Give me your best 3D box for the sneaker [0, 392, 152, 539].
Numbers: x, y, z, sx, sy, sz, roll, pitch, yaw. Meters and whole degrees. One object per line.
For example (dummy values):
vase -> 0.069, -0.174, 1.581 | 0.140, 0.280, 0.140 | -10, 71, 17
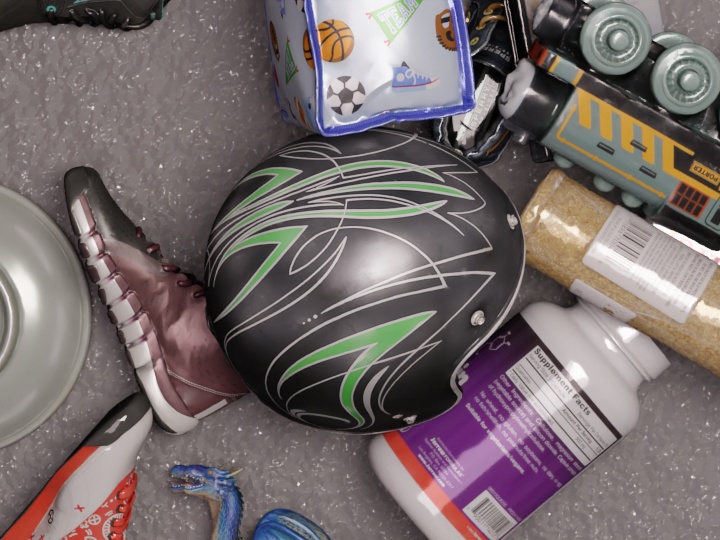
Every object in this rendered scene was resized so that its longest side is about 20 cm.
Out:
sneaker -> -0.177, 0.183, 1.597 | 0.108, 0.067, 0.201 | 41, 108, -2

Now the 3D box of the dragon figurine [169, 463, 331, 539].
dragon figurine -> -0.051, 0.203, 1.610 | 0.200, 0.059, 0.099 | 25, 93, 0

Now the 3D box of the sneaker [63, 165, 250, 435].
sneaker -> -0.122, 0.005, 1.602 | 0.115, 0.076, 0.200 | -23, 103, -3

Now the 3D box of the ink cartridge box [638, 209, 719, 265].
ink cartridge box -> 0.289, -0.063, 1.576 | 0.145, 0.088, 0.200 | 30, 92, 1

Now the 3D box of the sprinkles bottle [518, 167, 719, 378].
sprinkles bottle -> 0.194, 0.010, 1.508 | 0.200, 0.068, 0.068 | 31, 93, 6

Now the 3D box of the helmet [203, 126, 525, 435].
helmet -> 0.000, 0.000, 1.493 | 0.200, 0.191, 0.200 | 4, 57, -7

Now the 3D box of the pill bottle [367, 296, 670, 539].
pill bottle -> 0.110, 0.099, 1.575 | 0.200, 0.112, 0.112 | -41, 91, 2

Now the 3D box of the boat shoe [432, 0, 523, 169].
boat shoe -> 0.104, -0.162, 1.570 | 0.071, 0.091, 0.200 | 20, 93, 4

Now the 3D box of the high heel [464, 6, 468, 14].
high heel -> -0.029, -0.189, 1.583 | 0.200, 0.067, 0.096 | 32, 83, -4

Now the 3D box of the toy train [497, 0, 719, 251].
toy train -> 0.186, -0.097, 1.487 | 0.200, 0.085, 0.114 | 28, 99, -11

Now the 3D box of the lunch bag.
lunch bag -> -0.001, -0.194, 1.473 | 0.124, 0.170, 0.200 | -11, 98, -11

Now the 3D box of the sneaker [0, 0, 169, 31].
sneaker -> -0.181, -0.196, 1.585 | 0.200, 0.075, 0.079 | -24, 94, 3

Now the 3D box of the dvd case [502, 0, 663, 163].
dvd case -> 0.150, -0.179, 1.562 | 0.143, 0.018, 0.200 | -13, 94, -43

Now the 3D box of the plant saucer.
plant saucer -> -0.289, 0.033, 1.611 | 0.200, 0.050, 0.200 | 0, 93, 2
